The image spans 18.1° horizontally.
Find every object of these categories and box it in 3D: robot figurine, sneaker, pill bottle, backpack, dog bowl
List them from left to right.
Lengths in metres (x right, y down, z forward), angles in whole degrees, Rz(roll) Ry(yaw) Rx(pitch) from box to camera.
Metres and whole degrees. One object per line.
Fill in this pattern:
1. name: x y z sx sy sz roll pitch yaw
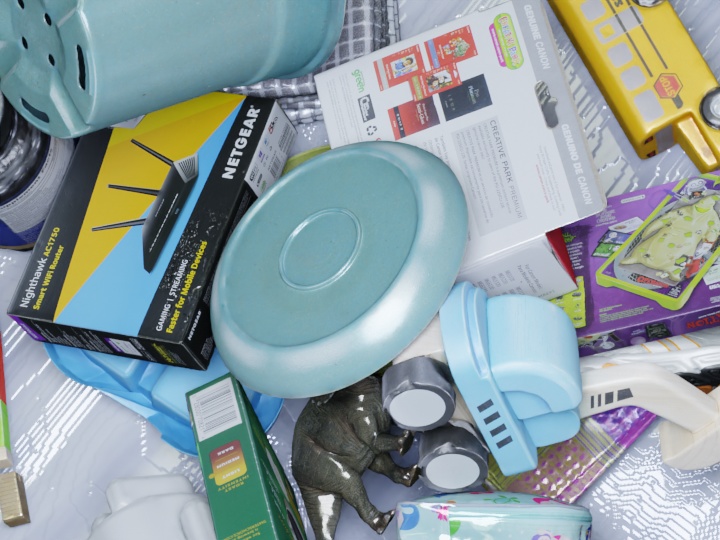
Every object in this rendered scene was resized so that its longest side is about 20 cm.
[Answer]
1. pill bottle: -0.270 -0.089 1.637 0.111 0.200 0.113 -2 76 8
2. dog bowl: -0.140 0.061 1.659 0.199 0.050 0.112 32 83 14
3. robot figurine: -0.126 0.234 1.564 0.112 0.170 0.201 -4 49 -26
4. backpack: 0.100 0.224 1.518 0.199 0.178 0.151 8 84 7
5. sneaker: 0.206 0.041 1.580 0.199 0.076 0.092 -7 71 5

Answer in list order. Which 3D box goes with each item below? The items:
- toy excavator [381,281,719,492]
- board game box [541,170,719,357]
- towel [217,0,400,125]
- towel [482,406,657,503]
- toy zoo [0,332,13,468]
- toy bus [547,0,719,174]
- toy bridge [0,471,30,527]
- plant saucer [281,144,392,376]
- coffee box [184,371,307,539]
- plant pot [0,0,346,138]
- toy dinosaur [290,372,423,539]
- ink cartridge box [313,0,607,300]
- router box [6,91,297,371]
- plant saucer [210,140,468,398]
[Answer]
1. toy excavator: 0.132 0.078 1.488 0.199 0.195 0.100 -15 42 16
2. board game box: 0.191 -0.003 1.556 0.199 0.032 0.121 -13 52 19
3. towel: -0.057 -0.211 1.695 0.165 0.086 0.201 -6 76 8
4. towel: 0.144 0.077 1.627 0.200 0.023 0.144 -44 74 -4
5. toy zoo: -0.333 0.061 1.689 0.130 0.020 0.201 -10 67 3
6. toy bus: 0.208 -0.154 1.651 0.078 0.065 0.201 -29 74 1
7. toy bridge: -0.346 0.177 1.673 0.199 0.027 0.068 -14 72 5
8. plant saucer: 0.000 0.000 1.639 0.199 0.031 0.201 2 61 -4
9. coffee box: -0.067 0.172 1.521 0.044 0.123 0.200 -23 35 1
10. plant pot: -0.147 -0.191 1.530 0.196 0.200 0.200 -29 71 -34
11. toy dinosaur: -0.008 0.118 1.565 0.102 0.201 0.077 29 39 20
12. ink cartridge box: 0.078 -0.070 1.575 0.175 0.084 0.201 -21 57 12
13. router box: -0.148 -0.035 1.622 0.148 0.051 0.201 8 64 26
14. plant saucer: -0.022 -0.009 1.501 0.199 0.027 0.201 -21 47 24
